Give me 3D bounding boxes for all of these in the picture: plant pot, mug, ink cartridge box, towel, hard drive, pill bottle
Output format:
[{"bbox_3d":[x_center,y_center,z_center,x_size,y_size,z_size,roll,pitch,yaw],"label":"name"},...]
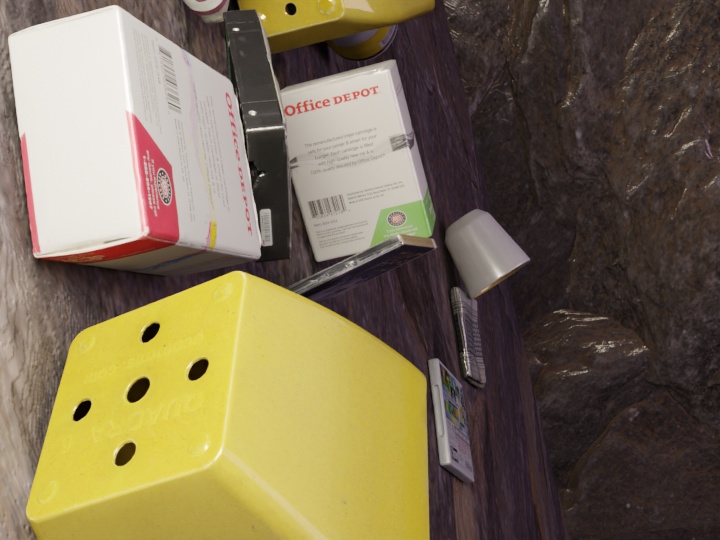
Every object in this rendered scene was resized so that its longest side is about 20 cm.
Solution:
[{"bbox_3d":[-0.052,-0.340,1.119,0.200,0.192,0.197,-53,131,-60],"label":"plant pot"},{"bbox_3d":[0.244,-0.035,2.186,0.149,0.186,0.154,-25,79,-48],"label":"mug"},{"bbox_3d":[-0.148,-0.077,0.716,0.200,0.085,0.149,20,60,-76],"label":"ink cartridge box"},{"bbox_3d":[0.234,0.145,2.177,0.200,0.034,0.195,39,41,-70],"label":"towel"},{"bbox_3d":[-0.092,-0.124,0.917,0.201,0.037,0.141,-107,-166,-48],"label":"hard drive"},{"bbox_3d":[-0.022,-0.365,1.393,0.200,0.111,0.113,24,56,-73],"label":"pill bottle"},{"bbox_3d":[-0.084,0.119,0.634,0.177,0.198,0.201,52,28,-39],"label":"plant pot"},{"bbox_3d":[-0.006,-0.129,1.200,0.084,0.144,0.202,-65,142,-69],"label":"ink cartridge box"}]

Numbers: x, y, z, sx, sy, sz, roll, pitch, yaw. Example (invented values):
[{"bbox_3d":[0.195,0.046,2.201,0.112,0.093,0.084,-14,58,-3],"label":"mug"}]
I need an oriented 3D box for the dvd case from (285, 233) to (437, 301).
[{"bbox_3d":[0.000,0.000,1.121,0.016,0.148,0.200,65,13,5],"label":"dvd case"}]

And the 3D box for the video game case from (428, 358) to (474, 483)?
[{"bbox_3d":[0.161,0.268,1.814,0.200,0.022,0.184,48,34,-63],"label":"video game case"}]

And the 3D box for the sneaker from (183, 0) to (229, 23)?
[{"bbox_3d":[-0.148,-0.330,0.967,0.090,0.074,0.202,69,21,-63],"label":"sneaker"}]
